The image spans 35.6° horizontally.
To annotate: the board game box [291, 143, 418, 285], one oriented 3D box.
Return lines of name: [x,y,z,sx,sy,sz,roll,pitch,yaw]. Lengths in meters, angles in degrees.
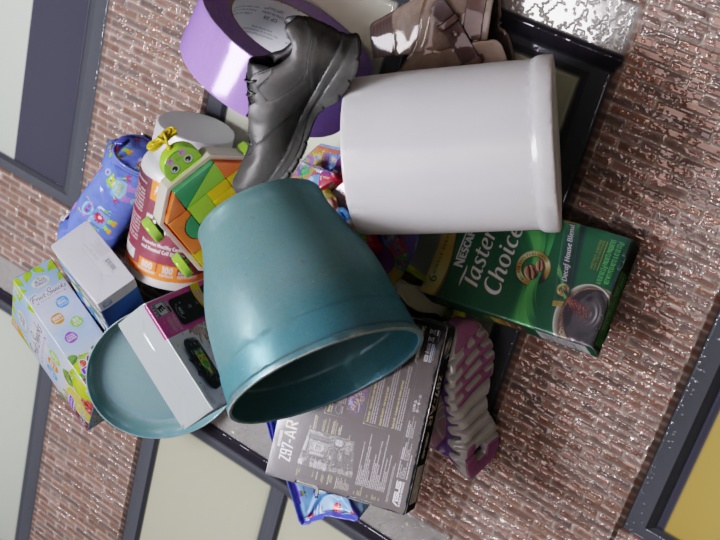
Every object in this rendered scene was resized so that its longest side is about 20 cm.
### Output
board game box: [-0.027,-0.054,1.226,0.199,0.039,0.159,18,95,38]

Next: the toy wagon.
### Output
toy wagon: [-0.180,-0.083,1.310,0.040,0.155,0.200,46,173,45]

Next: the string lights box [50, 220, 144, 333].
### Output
string lights box: [-0.329,0.028,1.459,0.103,0.059,0.200,48,163,17]

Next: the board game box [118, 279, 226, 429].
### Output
board game box: [-0.170,0.083,1.353,0.064,0.200,0.148,-36,84,36]

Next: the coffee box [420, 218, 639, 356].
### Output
coffee box: [0.172,0.001,1.164,0.199,0.044,0.123,20,83,28]

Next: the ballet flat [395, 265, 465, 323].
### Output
ballet flat: [0.027,0.010,1.254,0.199,0.067,0.067,27,94,6]

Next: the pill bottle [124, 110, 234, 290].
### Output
pill bottle: [-0.221,-0.086,1.388,0.114,0.114,0.201,28,119,23]

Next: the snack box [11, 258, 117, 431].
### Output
snack box: [-0.406,0.107,1.562,0.200,0.068,0.169,54,153,10]

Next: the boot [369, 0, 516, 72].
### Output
boot: [0.093,-0.196,1.180,0.146,0.070,0.201,-4,114,23]

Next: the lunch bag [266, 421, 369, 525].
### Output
lunch bag: [-0.040,0.167,1.302,0.094,0.151,0.201,-14,108,36]

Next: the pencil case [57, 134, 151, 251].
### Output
pencil case: [-0.332,-0.091,1.481,0.087,0.078,0.200,36,123,-7]

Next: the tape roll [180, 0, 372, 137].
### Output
tape roll: [-0.089,-0.230,1.202,0.200,0.200,0.066,42,124,16]

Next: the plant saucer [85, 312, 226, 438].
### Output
plant saucer: [-0.256,0.129,1.463,0.027,0.199,0.201,-119,36,-61]

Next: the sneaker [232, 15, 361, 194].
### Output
sneaker: [-0.081,-0.161,1.090,0.091,0.076,0.200,25,113,-21]

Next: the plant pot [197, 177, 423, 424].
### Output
plant pot: [-0.065,0.021,1.094,0.200,0.200,0.189,-38,65,36]

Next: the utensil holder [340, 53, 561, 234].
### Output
utensil holder: [0.093,-0.117,1.098,0.199,0.170,0.171,-3,104,11]

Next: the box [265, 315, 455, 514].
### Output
box: [0.000,0.137,1.181,0.160,0.044,0.201,12,90,17]

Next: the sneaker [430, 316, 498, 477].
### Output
sneaker: [0.098,0.136,1.255,0.088,0.080,0.201,22,131,38]
